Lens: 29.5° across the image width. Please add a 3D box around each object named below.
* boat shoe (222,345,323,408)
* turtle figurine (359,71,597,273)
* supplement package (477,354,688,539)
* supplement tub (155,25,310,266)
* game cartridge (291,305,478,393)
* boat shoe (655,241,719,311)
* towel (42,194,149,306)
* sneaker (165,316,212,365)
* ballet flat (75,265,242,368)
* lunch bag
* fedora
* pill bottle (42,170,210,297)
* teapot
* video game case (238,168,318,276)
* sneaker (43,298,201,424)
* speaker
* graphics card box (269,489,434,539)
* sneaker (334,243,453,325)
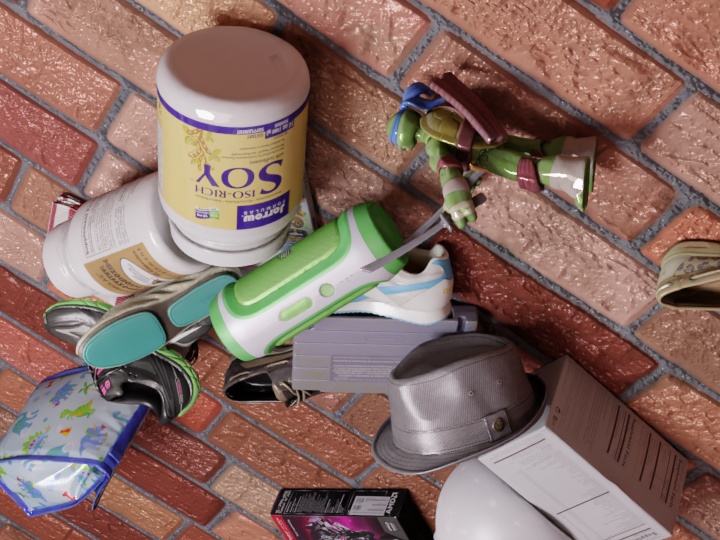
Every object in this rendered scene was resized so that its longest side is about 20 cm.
[{"bbox_3d":[-0.076,0.130,1.617,0.199,0.073,0.075,-10,128,32],"label":"boat shoe"},{"bbox_3d":[0.117,-0.072,1.273,0.193,0.201,0.144,6,169,15],"label":"turtle figurine"},{"bbox_3d":[0.248,0.210,1.512,0.200,0.110,0.114,41,136,-16],"label":"supplement package"},{"bbox_3d":[-0.125,-0.118,1.329,0.145,0.146,0.201,16,132,11],"label":"supplement tub"},{"bbox_3d":[0.024,0.086,1.514,0.199,0.039,0.130,2,140,-4],"label":"game cartridge"},{"bbox_3d":[0.380,0.015,1.287,0.199,0.063,0.073,0,132,25],"label":"boat shoe"},{"bbox_3d":[-0.280,-0.003,1.624,0.199,0.023,0.144,26,139,1],"label":"towel"},{"bbox_3d":[-0.216,0.078,1.612,0.079,0.074,0.200,33,146,-21],"label":"sneaker"},{"bbox_3d":[-0.223,0.046,1.511,0.199,0.062,0.068,-25,124,-12],"label":"ballet flat"},{"bbox_3d":[-0.358,0.215,1.769,0.200,0.170,0.128,-19,122,36],"label":"lunch bag"},{"bbox_3d":[0.097,0.125,1.433,0.199,0.177,0.091,-19,108,-11],"label":"fedora"},{"bbox_3d":[-0.251,-0.033,1.484,0.200,0.115,0.114,-17,124,39],"label":"pill bottle"},{"bbox_3d":[0.154,0.317,1.591,0.197,0.146,0.200,45,-174,37],"label":"teapot"},{"bbox_3d":[-0.112,-0.043,1.503,0.143,0.018,0.200,8,135,20],"label":"video game case"},{"bbox_3d":[-0.275,0.101,1.538,0.200,0.084,0.077,31,144,3],"label":"sneaker"},{"bbox_3d":[-0.053,0.011,1.379,0.200,0.089,0.089,-32,116,16],"label":"speaker"},{"bbox_3d":[-0.008,0.348,1.822,0.199,0.051,0.126,-5,130,29],"label":"graphics card box"},{"bbox_3d":[0.000,0.000,1.450,0.199,0.077,0.081,5,120,6],"label":"sneaker"}]
